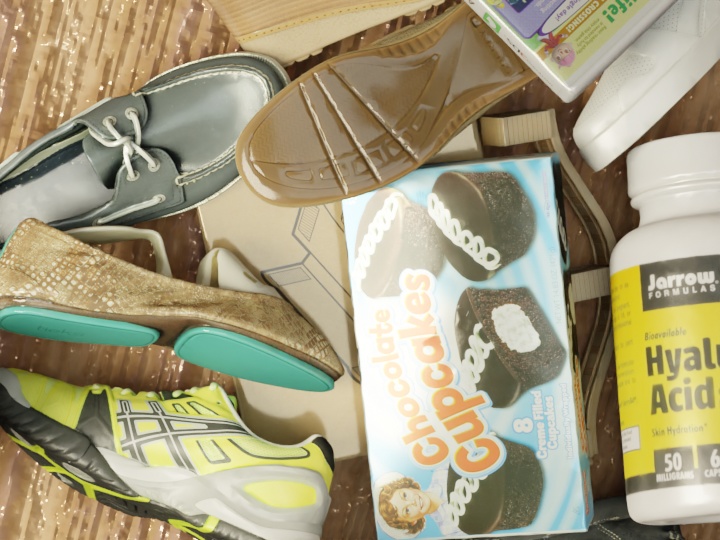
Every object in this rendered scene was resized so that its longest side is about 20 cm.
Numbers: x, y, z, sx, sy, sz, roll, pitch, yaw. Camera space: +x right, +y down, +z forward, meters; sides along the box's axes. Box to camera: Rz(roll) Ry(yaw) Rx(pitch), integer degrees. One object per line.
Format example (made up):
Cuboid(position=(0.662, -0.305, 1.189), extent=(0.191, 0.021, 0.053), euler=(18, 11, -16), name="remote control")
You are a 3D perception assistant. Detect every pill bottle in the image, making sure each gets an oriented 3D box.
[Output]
Cuboid(position=(0.190, 0.032, 1.205), extent=(0.111, 0.111, 0.201), euler=(-3, 80, -4), name="pill bottle")

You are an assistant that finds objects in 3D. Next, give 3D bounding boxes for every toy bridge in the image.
Cuboid(position=(0.111, 0.010, 1.239), extent=(0.067, 0.027, 0.201), euler=(-11, 97, -26), name="toy bridge")

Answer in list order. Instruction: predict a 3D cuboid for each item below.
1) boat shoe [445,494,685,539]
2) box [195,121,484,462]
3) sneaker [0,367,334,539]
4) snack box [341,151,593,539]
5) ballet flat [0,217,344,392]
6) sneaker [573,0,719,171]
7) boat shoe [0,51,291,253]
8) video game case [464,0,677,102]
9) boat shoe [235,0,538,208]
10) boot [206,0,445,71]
Cuboid(position=(0.082, 0.161, 1.252), extent=(0.199, 0.072, 0.068), euler=(-5, 58, 2), name="boat shoe")
Cuboid(position=(0.000, 0.000, 1.240), extent=(0.163, 0.021, 0.201), euler=(-12, 96, -3), name="box")
Cuboid(position=(-0.107, 0.094, 1.216), extent=(0.199, 0.075, 0.077), euler=(24, 73, 4), name="sneaker")
Cuboid(position=(0.057, 0.042, 1.204), extent=(0.116, 0.037, 0.201), euler=(-5, 97, 13), name="snack box")
Cuboid(position=(-0.096, 0.014, 1.182), extent=(0.199, 0.070, 0.066), euler=(15, 68, -25), name="ballet flat")
Cuboid(position=(0.155, -0.159, 1.217), extent=(0.115, 0.074, 0.200), euler=(41, 83, -5), name="sneaker")
Cuboid(position=(-0.127, -0.055, 1.190), extent=(0.199, 0.062, 0.073), euler=(-24, 94, 9), name="boat shoe")
Cuboid(position=(0.114, -0.218, 1.168), extent=(0.200, 0.022, 0.182), euler=(-43, 85, -10), name="video game case")
Cuboid(position=(0.026, -0.091, 1.188), extent=(0.199, 0.065, 0.072), euler=(-27, 91, -7), name="boat shoe")
Cuboid(position=(-0.005, -0.214, 1.192), extent=(0.199, 0.072, 0.167), euler=(-23, 99, 1), name="boot")
